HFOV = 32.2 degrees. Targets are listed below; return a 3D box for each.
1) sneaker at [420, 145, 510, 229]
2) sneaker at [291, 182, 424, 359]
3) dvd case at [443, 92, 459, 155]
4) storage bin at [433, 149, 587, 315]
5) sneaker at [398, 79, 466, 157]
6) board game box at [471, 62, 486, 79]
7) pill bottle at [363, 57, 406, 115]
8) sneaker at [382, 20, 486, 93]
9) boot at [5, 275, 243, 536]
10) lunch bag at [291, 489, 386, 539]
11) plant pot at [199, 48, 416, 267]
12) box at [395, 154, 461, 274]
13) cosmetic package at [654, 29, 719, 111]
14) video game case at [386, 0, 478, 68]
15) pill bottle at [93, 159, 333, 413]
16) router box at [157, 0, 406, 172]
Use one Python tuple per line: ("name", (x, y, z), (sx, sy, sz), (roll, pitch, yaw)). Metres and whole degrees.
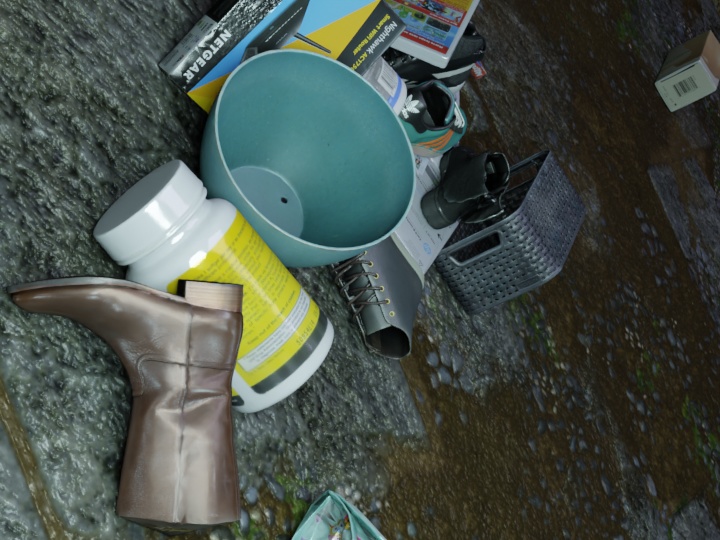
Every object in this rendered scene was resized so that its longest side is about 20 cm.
("sneaker", (0.134, -0.104, 1.435), (0.060, 0.104, 0.200), (54, 33, -15))
("sneaker", (0.000, 0.000, 1.268), (0.200, 0.075, 0.106), (42, 35, -33))
("dvd case", (0.085, -0.266, 1.608), (0.150, 0.025, 0.200), (48, 33, -40))
("storage bin", (0.181, -0.048, 1.508), (0.094, 0.135, 0.200), (55, 33, -14))
("sneaker", (0.087, -0.177, 1.440), (0.200, 0.080, 0.072), (-16, 81, -60))
("board game box", (0.107, -0.357, 1.675), (0.103, 0.019, 0.200), (33, 30, -57))
("pill bottle", (-0.053, -0.225, 1.316), (0.200, 0.114, 0.114), (44, 37, -29))
("sneaker", (0.053, -0.262, 1.439), (0.200, 0.112, 0.073), (-6, 59, -30))
("boot", (-0.179, 0.105, 0.947), (0.064, 0.186, 0.201), (-174, -93, -82))
("lunch bag", (0.012, 0.299, 1.039), (0.170, 0.122, 0.200), (45, 28, -23))
("plant pot", (-0.067, -0.083, 1.152), (0.200, 0.135, 0.201), (14, 60, -25))
("box", (0.049, -0.094, 1.441), (0.156, 0.041, 0.200), (55, 32, -12))
("cosmetic package", (0.661, -0.401, 2.490), (0.071, 0.105, 0.200), (56, 31, -13))
("video game case", (0.060, -0.315, 1.404), (0.143, 0.017, 0.200), (24, 48, 3))
("pill bottle", (-0.123, 0.013, 1.045), (0.200, 0.114, 0.114), (51, 34, -21))
("router box", (-0.074, -0.219, 1.213), (0.149, 0.200, 0.051), (42, 1, -31))
